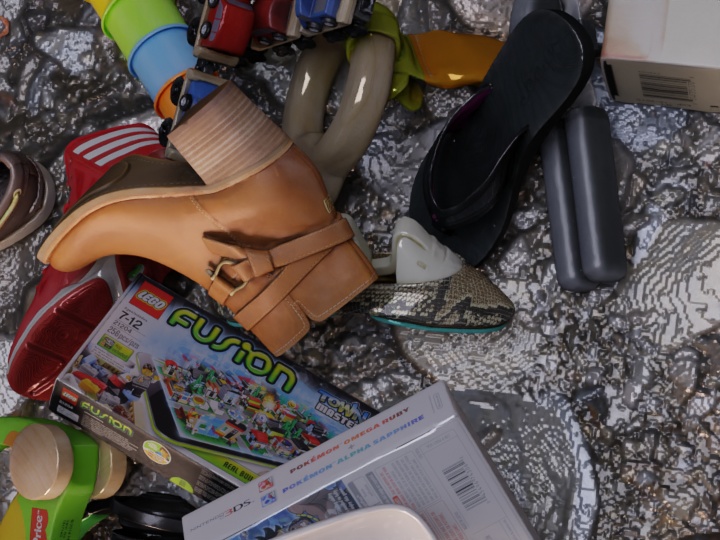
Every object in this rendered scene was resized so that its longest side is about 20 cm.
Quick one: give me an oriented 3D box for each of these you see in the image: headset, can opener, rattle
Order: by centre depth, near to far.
[{"bbox_3d":[0.130,-0.087,1.250,0.053,0.066,0.202,-23,73,55],"label":"can opener"},{"bbox_3d":[-0.119,0.204,1.259,0.199,0.094,0.125,-16,77,26],"label":"headset"},{"bbox_3d":[0.006,-0.077,1.296,0.130,0.142,0.202,27,102,49],"label":"rattle"}]

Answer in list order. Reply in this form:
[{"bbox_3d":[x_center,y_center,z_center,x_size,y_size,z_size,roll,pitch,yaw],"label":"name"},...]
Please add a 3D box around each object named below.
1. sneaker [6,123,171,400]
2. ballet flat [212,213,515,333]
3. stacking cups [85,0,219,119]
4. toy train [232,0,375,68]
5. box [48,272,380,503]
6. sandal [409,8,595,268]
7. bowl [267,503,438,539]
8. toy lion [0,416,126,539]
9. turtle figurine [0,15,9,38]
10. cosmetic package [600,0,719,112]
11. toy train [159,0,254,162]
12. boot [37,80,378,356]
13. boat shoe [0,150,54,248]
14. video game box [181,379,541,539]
[{"bbox_3d":[-0.184,-0.013,1.321,0.200,0.078,0.116,-49,42,13],"label":"sneaker"},{"bbox_3d":[0.000,0.000,1.230,0.198,0.068,0.076,2,114,8],"label":"ballet flat"},{"bbox_3d":[-0.124,-0.139,1.308,0.060,0.061,0.201,-37,64,4],"label":"stacking cups"},{"bbox_3d":[-0.051,-0.164,1.257,0.199,0.046,0.034,-3,69,59],"label":"toy train"},{"bbox_3d":[-0.087,0.093,1.227,0.199,0.035,0.110,29,48,4],"label":"box"},{"bbox_3d":[0.076,-0.080,1.228,0.075,0.048,0.201,43,121,26],"label":"sandal"},{"bbox_3d":[-0.026,0.245,1.084,0.199,0.075,0.201,-21,91,-7],"label":"bowl"},{"bbox_3d":[-0.247,0.194,1.258,0.191,0.068,0.202,4,88,39],"label":"toy lion"},{"bbox_3d":[-0.272,-0.256,1.381,0.161,0.064,0.200,41,90,18],"label":"turtle figurine"},{"bbox_3d":[0.212,-0.214,1.236,0.086,0.103,0.202,8,79,14],"label":"cosmetic package"},{"bbox_3d":[-0.087,-0.158,1.225,0.046,0.034,0.202,17,92,53],"label":"toy train"},{"bbox_3d":[-0.098,-0.008,1.195,0.199,0.074,0.155,-31,104,35],"label":"boot"},{"bbox_3d":[-0.306,-0.014,1.334,0.199,0.060,0.072,-35,74,5],"label":"boat shoe"},{"bbox_3d":[0.017,0.186,1.164,0.181,0.201,0.047,-29,32,4],"label":"video game box"}]
